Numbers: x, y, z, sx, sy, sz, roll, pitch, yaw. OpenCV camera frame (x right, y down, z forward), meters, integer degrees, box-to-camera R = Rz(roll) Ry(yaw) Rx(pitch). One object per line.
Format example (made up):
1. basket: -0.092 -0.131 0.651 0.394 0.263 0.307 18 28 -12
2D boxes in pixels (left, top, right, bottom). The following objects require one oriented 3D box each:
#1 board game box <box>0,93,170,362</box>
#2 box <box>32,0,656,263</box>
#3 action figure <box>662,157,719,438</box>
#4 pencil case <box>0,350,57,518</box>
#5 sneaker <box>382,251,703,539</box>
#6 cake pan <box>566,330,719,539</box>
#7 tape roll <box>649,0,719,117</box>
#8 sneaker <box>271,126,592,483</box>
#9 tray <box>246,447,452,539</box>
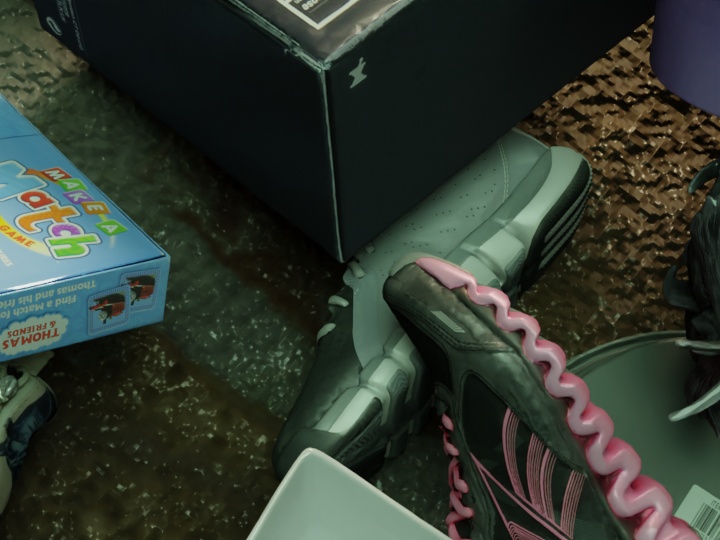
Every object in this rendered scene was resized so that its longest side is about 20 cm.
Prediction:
1. board game box: -0.197 -0.009 0.881 0.199 0.037 0.151 -14 37 -32
2. box: -0.008 -0.143 0.936 0.200 0.124 0.198 -38 57 -23
3. action figure: 0.178 -0.011 0.902 0.101 0.120 0.200 3 35 19
4. pencil case: -0.177 0.115 0.855 0.077 0.089 0.201 26 52 -16
5. sneaker: 0.060 0.087 0.863 0.095 0.079 0.201 -36 88 0
6. cake pan: 0.141 0.114 0.926 0.198 0.037 0.202 1 68 -3
7. tape roll: 0.216 -0.113 0.891 0.198 0.200 0.086 3 111 -2
8. sneaker: 0.000 0.000 0.950 0.115 0.075 0.200 35 60 15
9. tray: -0.030 0.176 0.816 0.107 0.022 0.201 34 76 -11
